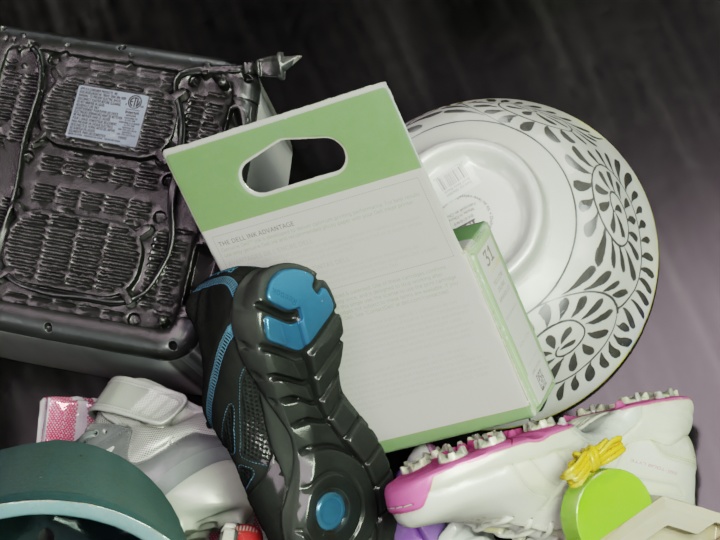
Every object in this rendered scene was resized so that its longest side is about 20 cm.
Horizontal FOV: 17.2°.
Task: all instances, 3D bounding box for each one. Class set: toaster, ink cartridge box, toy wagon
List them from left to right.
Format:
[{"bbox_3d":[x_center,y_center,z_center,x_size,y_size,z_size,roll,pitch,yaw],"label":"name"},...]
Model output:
[{"bbox_3d":[-0.136,-0.035,1.367,0.199,0.119,0.182,9,76,14],"label":"toaster"},{"bbox_3d":[0.000,0.000,1.267,0.145,0.048,0.201,-15,108,28],"label":"ink cartridge box"},{"bbox_3d":[0.154,0.178,1.234,0.155,0.040,0.201,-31,100,-25],"label":"toy wagon"}]

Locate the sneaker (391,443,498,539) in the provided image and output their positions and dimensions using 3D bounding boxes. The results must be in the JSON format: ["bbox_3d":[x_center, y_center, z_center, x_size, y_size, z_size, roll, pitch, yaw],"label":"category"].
[{"bbox_3d":[0.055,0.197,1.287,0.088,0.080,0.201,-33,68,9],"label":"sneaker"}]

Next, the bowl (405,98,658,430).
[{"bbox_3d":[0.065,-0.018,1.335,0.199,0.094,0.202,-3,73,9],"label":"bowl"}]

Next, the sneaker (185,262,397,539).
[{"bbox_3d":[-0.037,0.091,1.261,0.082,0.073,0.201,2,107,49],"label":"sneaker"}]

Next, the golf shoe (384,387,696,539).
[{"bbox_3d":[0.105,0.121,1.259,0.199,0.075,0.092,-10,86,-32],"label":"golf shoe"}]

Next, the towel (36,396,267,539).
[{"bbox_3d":[-0.096,0.147,1.352,0.199,0.030,0.147,3,75,12],"label":"towel"}]

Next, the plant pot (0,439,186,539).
[{"bbox_3d":[-0.157,0.181,1.193,0.199,0.196,0.202,-1,103,-6],"label":"plant pot"}]

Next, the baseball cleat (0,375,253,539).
[{"bbox_3d":[-0.159,0.120,1.330,0.199,0.070,0.107,-11,69,-2],"label":"baseball cleat"}]

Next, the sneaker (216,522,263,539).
[{"bbox_3d":[-0.041,0.232,1.288,0.084,0.077,0.201,-9,94,-2],"label":"sneaker"}]
